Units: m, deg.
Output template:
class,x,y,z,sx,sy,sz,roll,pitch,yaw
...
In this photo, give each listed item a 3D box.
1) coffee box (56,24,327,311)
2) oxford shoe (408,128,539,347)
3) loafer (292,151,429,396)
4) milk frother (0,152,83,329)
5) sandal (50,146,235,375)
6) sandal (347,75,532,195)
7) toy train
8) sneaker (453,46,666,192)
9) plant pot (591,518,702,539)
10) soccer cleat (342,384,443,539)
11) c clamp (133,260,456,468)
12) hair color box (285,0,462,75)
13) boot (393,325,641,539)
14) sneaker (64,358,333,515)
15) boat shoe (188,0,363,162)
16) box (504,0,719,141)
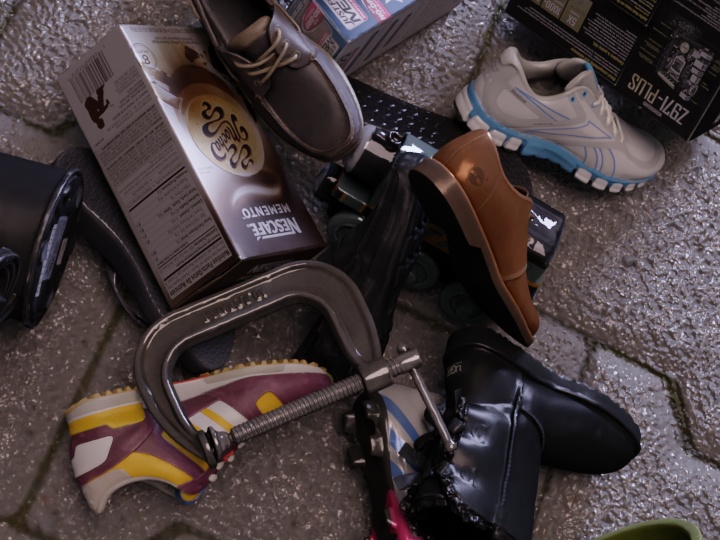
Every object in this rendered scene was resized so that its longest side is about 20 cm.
class,x,y,z,sx,sy,sz,roll,pitch,yaw
coffee box,-0.126,-0.079,1.169,0.113,0.080,0.200,-12,71,-57
oxford shoe,0.103,-0.019,1.131,0.071,0.200,0.071,-40,46,-15
loafer,0.000,0.000,1.161,0.070,0.201,0.068,24,25,10
milk frother,-0.305,-0.023,1.042,0.187,0.200,0.181,16,76,0
sandal,-0.165,-0.005,1.177,0.200,0.043,0.076,53,37,5
sandal,0.050,-0.098,1.280,0.199,0.045,0.075,27,39,7
toy train,0.063,-0.039,1.216,0.200,0.114,0.085,31,49,-6
sneaker,0.182,-0.129,1.289,0.199,0.087,0.075,15,41,-27
plant pot,0.200,0.312,1.115,0.200,0.200,0.190,-32,94,-25
soccer cleat,0.044,0.181,1.164,0.086,0.070,0.201,1,74,-28
c clamp,-0.054,0.076,1.095,0.199,0.027,0.171,-17,68,-6
hair color box,0.020,-0.223,1.267,0.200,0.100,0.061,-37,85,-34
boot,0.122,0.149,1.164,0.198,0.073,0.163,33,49,-22
sneaker,-0.112,0.122,1.139,0.199,0.075,0.090,-10,81,-14
boat shoe,-0.075,-0.163,1.165,0.074,0.073,0.200,-42,79,12
box,0.246,-0.234,1.286,0.200,0.164,0.086,38,38,19
